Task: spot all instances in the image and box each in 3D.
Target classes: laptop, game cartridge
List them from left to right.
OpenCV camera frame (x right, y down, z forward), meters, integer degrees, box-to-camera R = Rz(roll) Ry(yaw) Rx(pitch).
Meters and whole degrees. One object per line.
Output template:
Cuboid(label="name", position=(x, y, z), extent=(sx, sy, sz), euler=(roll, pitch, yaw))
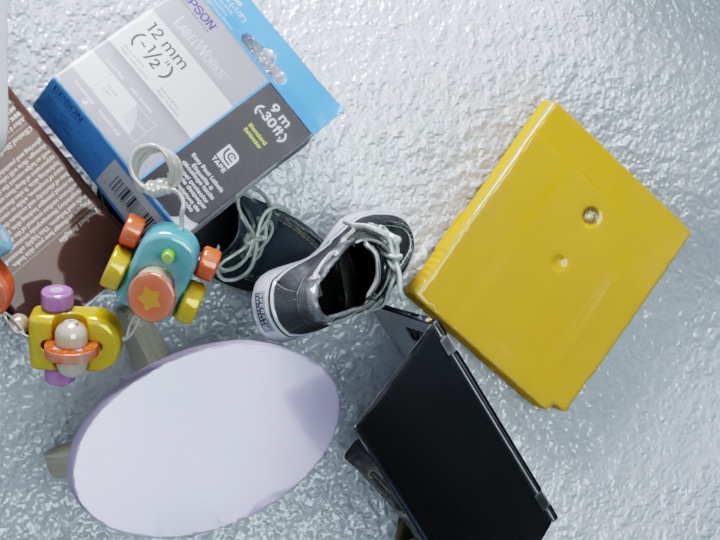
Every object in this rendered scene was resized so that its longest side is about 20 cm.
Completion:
Cuboid(label="laptop", position=(0.050, 0.141, 1.352), extent=(0.116, 0.200, 0.188), euler=(-35, 107, -14))
Cuboid(label="game cartridge", position=(0.156, -0.008, 1.480), extent=(0.176, 0.032, 0.200), euler=(41, 80, -21))

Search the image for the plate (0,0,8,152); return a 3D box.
Cuboid(label="plate", position=(-0.334, -0.178, 1.200), extent=(0.199, 0.032, 0.201), euler=(1, 78, -9))

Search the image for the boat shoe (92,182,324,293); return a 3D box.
Cuboid(label="boat shoe", position=(-0.102, -0.031, 1.346), extent=(0.199, 0.062, 0.075), euler=(26, 82, -23))

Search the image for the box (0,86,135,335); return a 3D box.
Cuboid(label="box", position=(-0.257, -0.056, 1.272), extent=(0.100, 0.075, 0.200), euler=(-41, 107, -15))

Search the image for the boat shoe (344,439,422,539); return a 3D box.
Cuboid(label="boat shoe", position=(0.055, 0.202, 1.432), extent=(0.066, 0.072, 0.201), euler=(-32, 109, -2))

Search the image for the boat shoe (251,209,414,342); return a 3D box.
Cuboid(label="boat shoe", position=(-0.001, -0.003, 1.342), extent=(0.199, 0.068, 0.074), euler=(-22, 99, -56))

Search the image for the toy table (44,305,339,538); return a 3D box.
Cuboid(label="toy table", position=(-0.127, 0.117, 1.317), extent=(0.199, 0.117, 0.185), euler=(-8, 98, -22))

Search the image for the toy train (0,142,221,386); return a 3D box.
Cuboid(label="toy train", position=(-0.196, 0.004, 1.208), extent=(0.199, 0.056, 0.151), euler=(-23, 111, 11))

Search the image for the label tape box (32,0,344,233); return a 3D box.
Cuboid(label="label tape box", position=(-0.112, -0.125, 1.295), extent=(0.200, 0.066, 0.143), euler=(-41, 92, -28))
